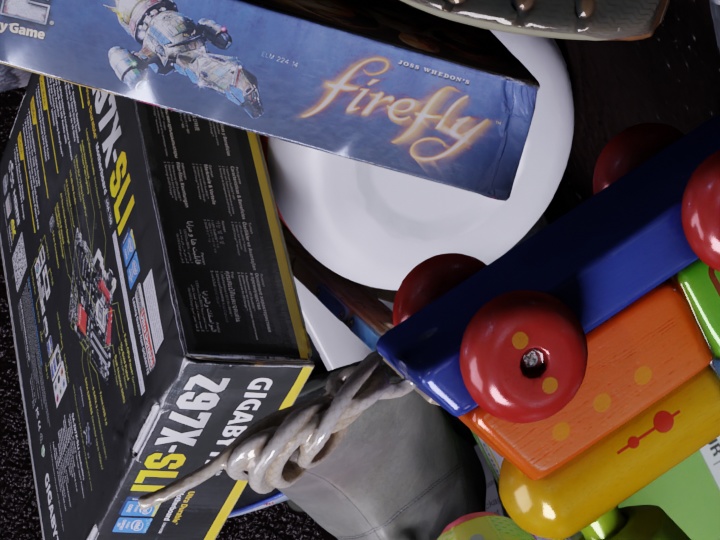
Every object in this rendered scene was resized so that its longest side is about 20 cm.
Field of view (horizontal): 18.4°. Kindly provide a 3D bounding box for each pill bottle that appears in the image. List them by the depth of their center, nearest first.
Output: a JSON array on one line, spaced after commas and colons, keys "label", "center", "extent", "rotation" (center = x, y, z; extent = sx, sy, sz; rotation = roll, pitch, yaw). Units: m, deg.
[{"label": "pill bottle", "center": [-0.008, -0.081, 0.825], "extent": [0.200, 0.112, 0.113], "rotation": [50, 166, 56]}]

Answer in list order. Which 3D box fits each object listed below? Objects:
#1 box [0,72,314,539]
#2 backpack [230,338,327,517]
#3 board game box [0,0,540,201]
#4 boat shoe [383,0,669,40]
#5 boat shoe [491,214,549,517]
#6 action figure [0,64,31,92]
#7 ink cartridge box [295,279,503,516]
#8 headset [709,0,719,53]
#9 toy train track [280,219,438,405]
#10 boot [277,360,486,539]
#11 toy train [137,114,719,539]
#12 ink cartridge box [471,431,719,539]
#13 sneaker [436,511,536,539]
[{"label": "box", "center": [-0.081, -0.003, 0.785], "extent": [0.160, 0.049, 0.201], "rotation": [121, 143, -45]}, {"label": "backpack", "center": [-0.055, 0.038, 1.229], "extent": [0.201, 0.190, 0.154], "rotation": [61, -172, 8]}, {"label": "board game box", "center": [-0.058, -0.079, 0.633], "extent": [0.136, 0.198, 0.035], "rotation": [-115, 42, -69]}, {"label": "boat shoe", "center": [-0.006, -0.114, 0.611], "extent": [0.198, 0.076, 0.074], "rotation": [22, 177, 8]}, {"label": "boat shoe", "center": [0.083, 0.054, 0.905], "extent": [0.067, 0.073, 0.202], "rotation": [-80, -27, -80]}, {"label": "action figure", "center": [-0.102, -0.150, 0.977], "extent": [0.200, 0.105, 0.193], "rotation": [49, -147, 2]}, {"label": "ink cartridge box", "center": [0.034, 0.046, 1.011], "extent": [0.201, 0.084, 0.146], "rotation": [61, -179, 0]}, {"label": "headset", "center": [0.130, 0.003, 0.480], "extent": [0.124, 0.093, 0.202], "rotation": [69, -175, -63]}, {"label": "toy train track", "center": [0.000, 0.000, 0.823], "extent": [0.114, 0.033, 0.200], "rotation": [16, -167, -27]}, {"label": "boot", "center": [0.019, 0.106, 0.835], "extent": [0.200, 0.067, 0.132], "rotation": [22, -131, -68]}, {"label": "toy train", "center": [0.051, 0.053, 0.609], "extent": [0.116, 0.199, 0.085], "rotation": [59, 172, -14]}, {"label": "ink cartridge box", "center": [0.108, 0.084, 0.765], "extent": [0.149, 0.075, 0.200], "rotation": [63, 173, -5]}, {"label": "sneaker", "center": [0.068, 0.160, 0.796], "extent": [0.091, 0.078, 0.201], "rotation": [-115, 9, -46]}]
